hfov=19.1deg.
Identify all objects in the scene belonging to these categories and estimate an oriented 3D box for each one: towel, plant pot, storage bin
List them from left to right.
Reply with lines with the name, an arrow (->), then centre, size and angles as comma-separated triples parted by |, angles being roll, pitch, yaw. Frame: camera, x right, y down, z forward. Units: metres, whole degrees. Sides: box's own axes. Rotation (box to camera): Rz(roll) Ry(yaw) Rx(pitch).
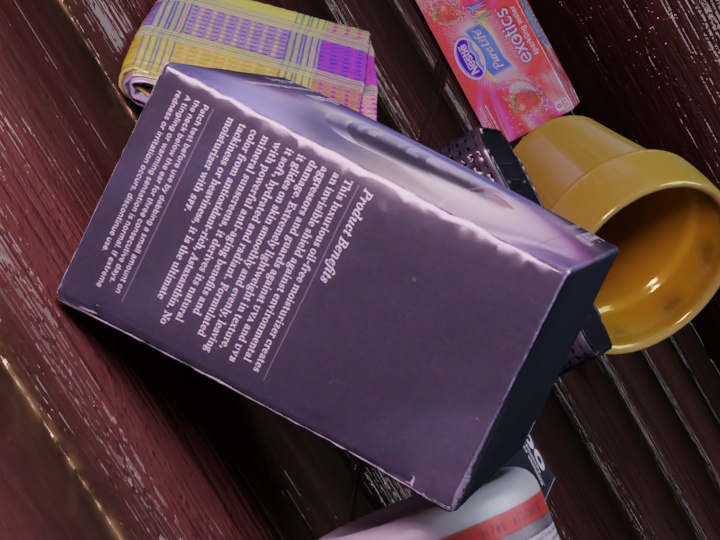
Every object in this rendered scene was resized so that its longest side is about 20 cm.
towel -> -0.061, -0.117, 1.235 | 0.200, 0.143, 0.023 | -87, -168, -67
storage bin -> 0.109, -0.004, 1.685 | 0.200, 0.094, 0.135 | 62, 12, 4
plant pot -> 0.235, -0.051, 2.096 | 0.201, 0.201, 0.189 | 49, 2, -45

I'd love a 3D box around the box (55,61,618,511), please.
box -> 0.000, 0.000, 0.986 | 0.198, 0.123, 0.200 | 28, 9, 9

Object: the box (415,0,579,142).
box -> 0.145, -0.242, 2.304 | 0.200, 0.103, 0.095 | 62, 13, -4

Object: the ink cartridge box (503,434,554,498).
ink cartridge box -> 0.067, 0.078, 1.463 | 0.198, 0.043, 0.200 | 61, 12, -3

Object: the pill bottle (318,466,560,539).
pill bottle -> 0.060, 0.202, 0.992 | 0.116, 0.116, 0.200 | -13, 82, -77
